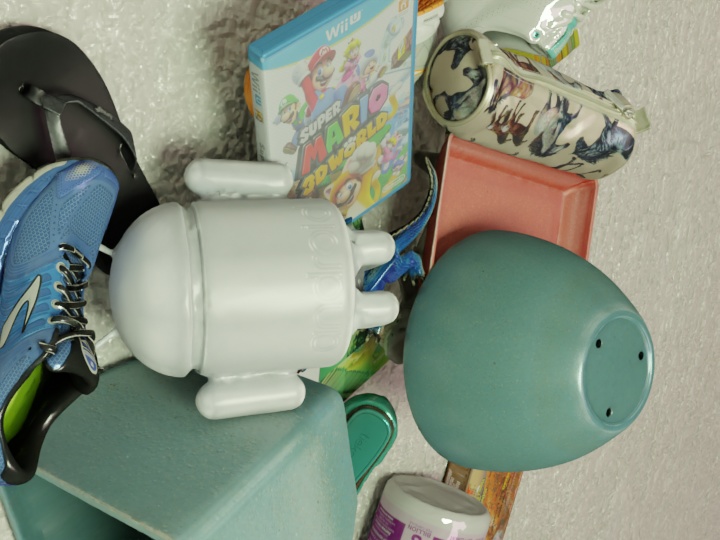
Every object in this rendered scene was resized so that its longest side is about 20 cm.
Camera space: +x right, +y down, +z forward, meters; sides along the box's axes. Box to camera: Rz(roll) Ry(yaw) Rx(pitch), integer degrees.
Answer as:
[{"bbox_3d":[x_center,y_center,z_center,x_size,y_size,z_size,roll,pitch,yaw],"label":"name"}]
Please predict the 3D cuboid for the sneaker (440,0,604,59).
[{"bbox_3d":[0.164,-0.219,0.885,0.075,0.199,0.089,34,45,-63],"label":"sneaker"}]

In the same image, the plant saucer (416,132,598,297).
[{"bbox_3d":[0.121,-0.003,0.937,0.199,0.037,0.201,11,88,-40],"label":"plant saucer"}]

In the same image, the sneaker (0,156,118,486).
[{"bbox_3d":[-0.179,0.031,0.625,0.079,0.089,0.201,39,67,-63],"label":"sneaker"}]

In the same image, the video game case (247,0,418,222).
[{"bbox_3d":[-0.015,-0.106,0.769,0.143,0.018,0.201,-36,147,-27],"label":"video game case"}]

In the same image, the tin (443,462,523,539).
[{"bbox_3d":[0.130,0.250,1.195,0.112,0.042,0.201,6,102,-55],"label":"tin"}]

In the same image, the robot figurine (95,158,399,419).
[{"bbox_3d":[-0.077,0.010,0.709,0.199,0.113,0.171,-3,81,-15],"label":"robot figurine"}]

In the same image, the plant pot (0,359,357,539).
[{"bbox_3d":[-0.106,0.166,0.763,0.200,0.195,0.197,-39,133,-40],"label":"plant pot"}]

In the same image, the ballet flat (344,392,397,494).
[{"bbox_3d":[-0.032,0.187,0.943,0.200,0.067,0.070,-53,180,13],"label":"ballet flat"}]

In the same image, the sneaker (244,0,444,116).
[{"bbox_3d":[-0.004,-0.144,0.829,0.200,0.075,0.092,-33,134,-35],"label":"sneaker"}]

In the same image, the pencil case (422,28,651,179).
[{"bbox_3d":[0.142,-0.133,0.876,0.199,0.078,0.089,12,143,-38],"label":"pencil case"}]

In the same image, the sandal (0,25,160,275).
[{"bbox_3d":[-0.170,-0.073,0.686,0.076,0.043,0.201,-50,138,-21],"label":"sandal"}]

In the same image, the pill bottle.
[{"bbox_3d":[0.049,0.316,1.070,0.112,0.112,0.201,11,98,-51],"label":"pill bottle"}]

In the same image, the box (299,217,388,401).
[{"bbox_3d":[-0.046,0.034,0.889,0.144,0.036,0.201,-39,134,-31],"label":"box"}]

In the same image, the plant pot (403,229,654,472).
[{"bbox_3d":[0.151,0.071,0.858,0.199,0.134,0.202,-4,96,-39],"label":"plant pot"}]

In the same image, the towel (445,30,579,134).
[{"bbox_3d":[0.139,-0.208,1.011,0.200,0.018,0.086,-39,128,-31],"label":"towel"}]

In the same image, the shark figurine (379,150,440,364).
[{"bbox_3d":[0.081,-0.003,0.971,0.128,0.089,0.216,61,42,-66],"label":"shark figurine"}]

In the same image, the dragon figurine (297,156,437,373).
[{"bbox_3d":[0.000,0.000,0.831,0.200,0.059,0.099,-54,155,7],"label":"dragon figurine"}]
